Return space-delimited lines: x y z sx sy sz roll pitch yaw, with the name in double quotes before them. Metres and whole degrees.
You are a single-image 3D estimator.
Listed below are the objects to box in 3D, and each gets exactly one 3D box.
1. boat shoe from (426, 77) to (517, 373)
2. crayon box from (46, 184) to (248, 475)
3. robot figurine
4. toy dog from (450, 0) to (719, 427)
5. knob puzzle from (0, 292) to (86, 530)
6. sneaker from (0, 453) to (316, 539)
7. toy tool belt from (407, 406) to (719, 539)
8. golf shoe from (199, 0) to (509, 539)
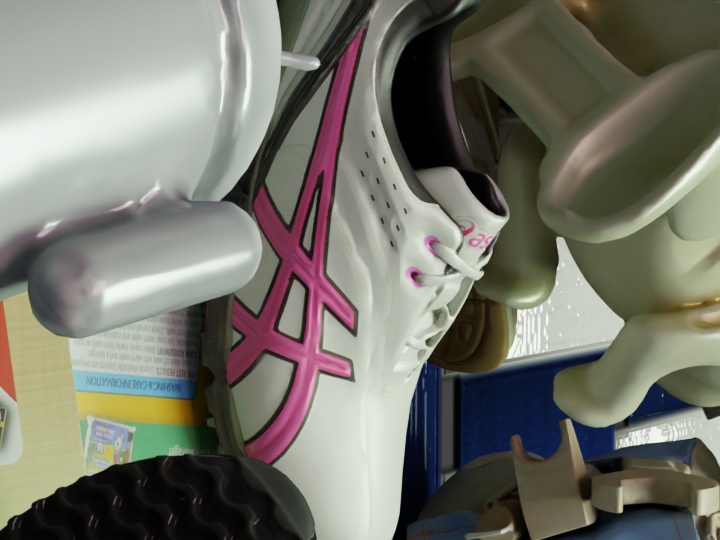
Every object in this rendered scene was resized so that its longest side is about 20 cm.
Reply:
"boat shoe" 0.023 -0.056 0.976 0.069 0.073 0.201 -50 131 -41
"crayon box" -0.077 0.027 0.835 0.126 0.051 0.201 10 83 -59
"robot figurine" -0.099 -0.051 0.674 0.200 0.170 0.113 -22 156 -47
"toy dog" 0.122 -0.034 0.922 0.194 0.139 0.200 -42 139 -12
"knob puzzle" -0.164 0.000 0.699 0.219 0.030 0.221 11 75 -47
"sneaker" -0.088 0.125 0.738 0.200 0.070 0.090 -42 160 4
"toy tool belt" 0.094 0.112 0.985 0.125 0.199 0.123 67 23 0
"golf shoe" 0.000 0.000 0.827 0.073 0.092 0.201 -21 111 -58
